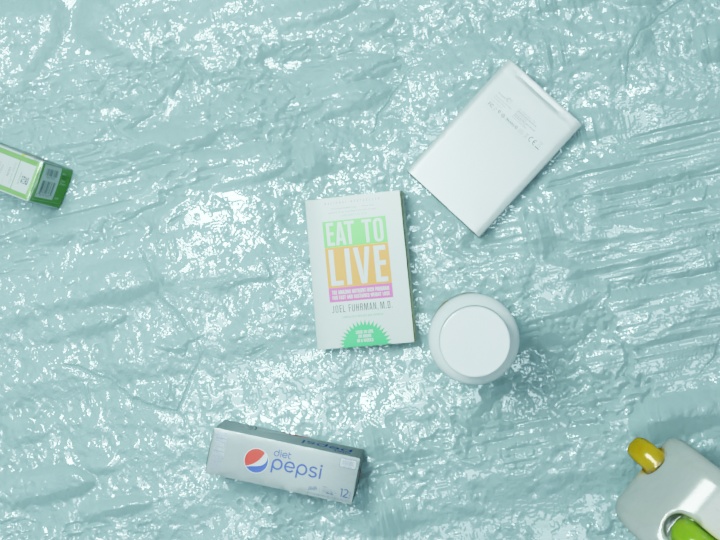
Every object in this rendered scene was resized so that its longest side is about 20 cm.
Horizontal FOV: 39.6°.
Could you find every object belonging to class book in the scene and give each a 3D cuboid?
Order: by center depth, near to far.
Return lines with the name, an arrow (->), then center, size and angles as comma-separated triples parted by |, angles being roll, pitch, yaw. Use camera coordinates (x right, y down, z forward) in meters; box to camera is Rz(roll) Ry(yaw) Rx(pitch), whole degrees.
book -> 0.000, 0.000, 1.334 | 0.133, 0.048, 0.201 | -6, 90, 9

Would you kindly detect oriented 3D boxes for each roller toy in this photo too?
roller toy -> 0.420, 0.300, 1.224 | 0.182, 0.200, 0.140 | 37, 93, -31

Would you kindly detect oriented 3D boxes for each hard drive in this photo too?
hard drive -> 0.177, -0.162, 1.327 | 0.132, 0.026, 0.200 | 43, 93, 4

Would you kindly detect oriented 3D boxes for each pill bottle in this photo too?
pill bottle -> 0.139, 0.083, 1.239 | 0.111, 0.200, 0.112 | 0, 89, 5

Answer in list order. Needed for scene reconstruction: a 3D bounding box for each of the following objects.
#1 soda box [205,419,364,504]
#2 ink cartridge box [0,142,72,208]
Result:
soda box -> -0.098, 0.252, 1.323 | 0.199, 0.068, 0.064 | 11, 91, 5
ink cartridge box -> -0.504, -0.148, 1.345 | 0.199, 0.104, 0.060 | 20, 91, 5
